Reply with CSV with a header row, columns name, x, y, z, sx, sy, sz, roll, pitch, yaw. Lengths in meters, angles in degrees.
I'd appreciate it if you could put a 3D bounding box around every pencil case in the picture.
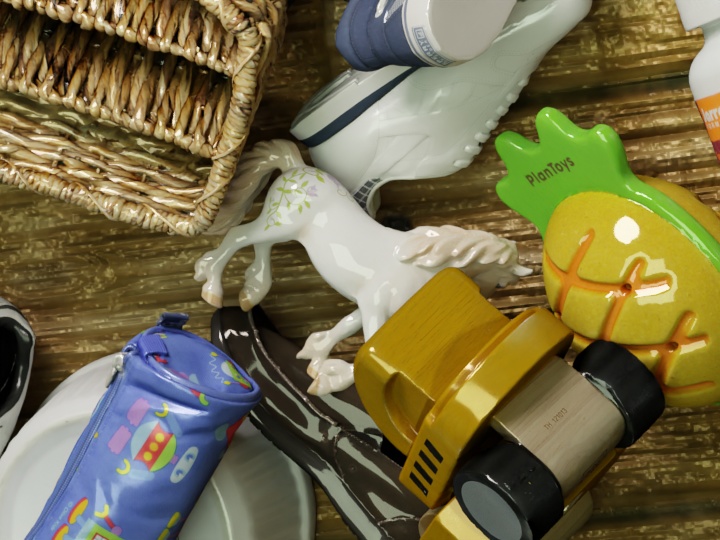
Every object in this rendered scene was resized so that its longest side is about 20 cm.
name,x,y,z,sx,sy,sz,roll,pitch,yaw
pencil case,-0.136,0.124,1.695,0.087,0.078,0.200,25,107,-18

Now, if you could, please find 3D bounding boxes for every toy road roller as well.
name,x,y,z,sx,sy,sz,roll,pitch,yaw
toy road roller,0.067,0.088,1.657,0.146,0.123,0.200,42,153,11

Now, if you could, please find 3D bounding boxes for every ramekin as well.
name,x,y,z,sx,sy,sz,roll,pitch,yaw
ramekin,-0.134,0.152,1.791,0.202,0.094,0.203,2,98,17

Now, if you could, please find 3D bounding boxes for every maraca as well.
name,x,y,z,sx,sy,sz,roll,pitch,yaw
maraca,0.151,-0.005,1.657,0.200,0.107,0.137,51,145,-7

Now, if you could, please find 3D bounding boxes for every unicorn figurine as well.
name,x,y,z,sx,sy,sz,roll,pitch,yaw
unicorn figurine,0.000,0.000,1.696,0.200,0.074,0.137,38,103,-9

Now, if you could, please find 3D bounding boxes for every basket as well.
name,x,y,z,sx,sy,sz,roll,pitch,yaw
basket,-0.148,-0.133,1.650,0.200,0.149,0.143,19,147,1

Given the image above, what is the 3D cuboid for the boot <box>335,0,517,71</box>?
name,x,y,z,sx,sy,sz,roll,pitch,yaw
boot,0.065,-0.190,1.656,0.090,0.200,0.073,-2,131,51

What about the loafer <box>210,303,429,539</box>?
name,x,y,z,sx,sy,sz,roll,pitch,yaw
loafer,-0.009,0.089,1.759,0.071,0.073,0.200,-41,92,13

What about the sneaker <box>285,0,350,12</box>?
name,x,y,z,sx,sy,sz,roll,pitch,yaw
sneaker,0.008,-0.210,1.701,0.200,0.071,0.098,-24,103,13

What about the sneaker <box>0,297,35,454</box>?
name,x,y,z,sx,sy,sz,roll,pitch,yaw
sneaker,-0.252,0.107,1.792,0.074,0.080,0.200,20,83,-19

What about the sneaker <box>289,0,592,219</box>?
name,x,y,z,sx,sy,sz,roll,pitch,yaw
sneaker,0.058,-0.106,1.707,0.200,0.076,0.081,-30,101,24

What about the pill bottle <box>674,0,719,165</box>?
name,x,y,z,sx,sy,sz,roll,pitch,yaw
pill bottle,0.246,-0.083,1.621,0.109,0.110,0.200,-21,92,20
